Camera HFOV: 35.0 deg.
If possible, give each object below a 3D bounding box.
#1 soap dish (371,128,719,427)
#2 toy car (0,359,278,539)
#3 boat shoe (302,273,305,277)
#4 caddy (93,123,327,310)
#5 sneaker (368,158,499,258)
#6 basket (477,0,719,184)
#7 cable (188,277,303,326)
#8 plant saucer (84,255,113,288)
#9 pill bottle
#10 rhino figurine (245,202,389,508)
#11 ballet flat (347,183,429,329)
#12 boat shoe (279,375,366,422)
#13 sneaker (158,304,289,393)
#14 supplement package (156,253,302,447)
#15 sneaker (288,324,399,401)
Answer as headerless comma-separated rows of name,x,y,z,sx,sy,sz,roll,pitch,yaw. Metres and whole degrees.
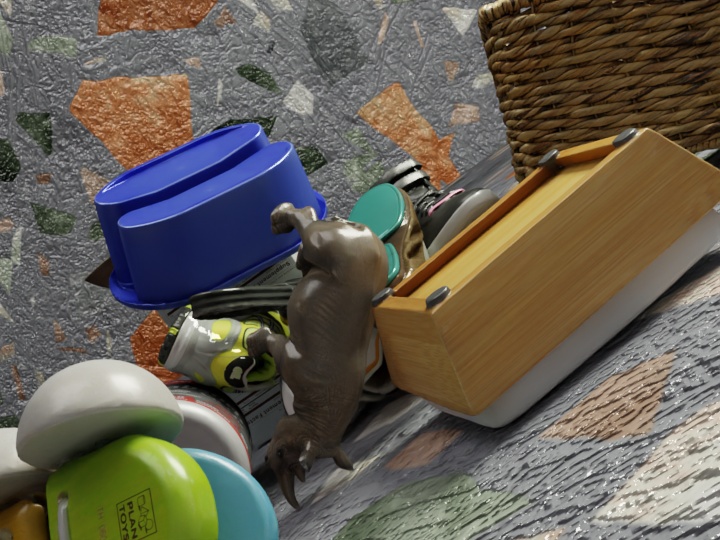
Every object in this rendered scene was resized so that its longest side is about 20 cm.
soap dish,0.105,0.000,0.684,0.200,0.081,0.157,-40,9,-11
toy car,-0.126,0.156,0.595,0.200,0.175,0.150,-34,-32,32
boat shoe,0.001,0.000,1.049,0.072,0.068,0.200,-16,-26,19
caddy,-0.126,-0.039,0.967,0.200,0.105,0.141,-28,32,-18
sneaker,0.053,-0.053,0.963,0.071,0.099,0.200,-31,-7,-15
basket,0.205,-0.158,0.890,0.199,0.149,0.143,-14,8,13
cable,-0.050,0.032,0.907,0.097,0.051,0.200,-8,0,26
plant saucer,-0.198,-0.036,1.201,0.200,0.037,0.200,-36,4,3
pill bottle,-0.143,0.148,0.903,0.116,0.116,0.200,-36,4,-4
rhino figurine,-0.030,0.058,0.755,0.087,0.201,0.060,8,-1,41
ballet flat,0.029,0.000,0.866,0.068,0.072,0.200,-36,21,11
boat shoe,-0.038,0.100,0.958,0.200,0.072,0.066,-95,28,-71
sneaker,-0.096,0.074,0.965,0.076,0.076,0.200,-64,-16,10
supplement package,-0.088,0.034,1.160,0.147,0.200,0.191,-34,5,12
sneaker,0.017,0.061,0.909,0.078,0.079,0.200,-49,-19,16
